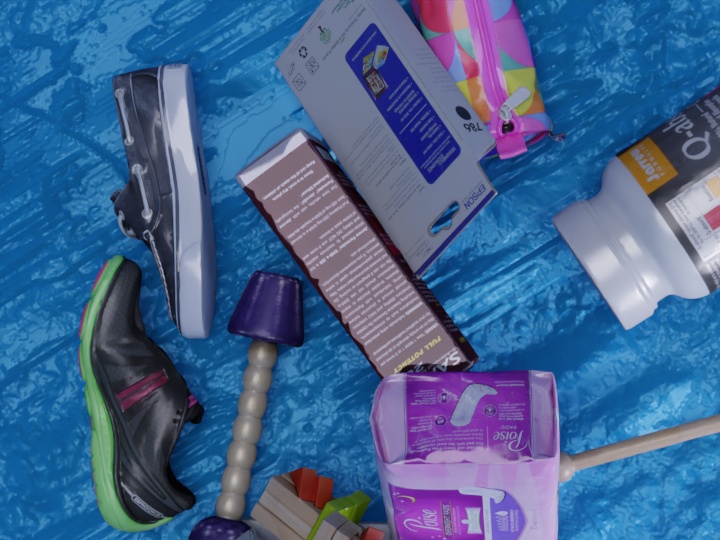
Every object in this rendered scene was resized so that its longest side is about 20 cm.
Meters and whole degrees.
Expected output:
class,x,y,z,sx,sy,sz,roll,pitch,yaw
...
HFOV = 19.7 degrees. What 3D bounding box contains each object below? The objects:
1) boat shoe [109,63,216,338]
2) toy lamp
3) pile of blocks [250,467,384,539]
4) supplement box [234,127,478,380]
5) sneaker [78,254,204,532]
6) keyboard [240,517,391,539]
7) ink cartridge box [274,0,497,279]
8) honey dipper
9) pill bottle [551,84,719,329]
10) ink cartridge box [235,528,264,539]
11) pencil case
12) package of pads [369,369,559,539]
class,x,y,z,sx,sy,sz,roll,pitch,yaw
boat shoe,-0.144,-0.048,1.485,0.068,0.072,0.200,-8,86,4
toy lamp,-0.079,0.100,1.481,0.058,0.058,0.200,11,86,6
pile of blocks,0.004,0.193,1.412,0.200,0.082,0.062,49,120,44
supplement box,0.000,0.000,1.452,0.061,0.109,0.200,-37,85,4
sneaker,-0.156,0.086,1.490,0.084,0.077,0.200,-6,98,-1
keyboard,-0.012,0.209,1.500,0.200,0.011,0.056,1,84,5
ink cartridge box,0.025,-0.102,1.440,0.099,0.039,0.200,-47,65,36
honey dipper,0.226,0.115,1.464,0.200,0.038,0.038,-15,88,7
pill bottle,0.239,-0.053,1.425,0.200,0.116,0.116,-34,86,4
ink cartridge box,-0.068,0.303,1.439,0.145,0.088,0.200,-39,105,4
pencil case,0.079,-0.172,1.460,0.088,0.088,0.200,-16,87,5
package of pads,0.073,0.139,1.399,0.120,0.200,0.076,-2,61,4
